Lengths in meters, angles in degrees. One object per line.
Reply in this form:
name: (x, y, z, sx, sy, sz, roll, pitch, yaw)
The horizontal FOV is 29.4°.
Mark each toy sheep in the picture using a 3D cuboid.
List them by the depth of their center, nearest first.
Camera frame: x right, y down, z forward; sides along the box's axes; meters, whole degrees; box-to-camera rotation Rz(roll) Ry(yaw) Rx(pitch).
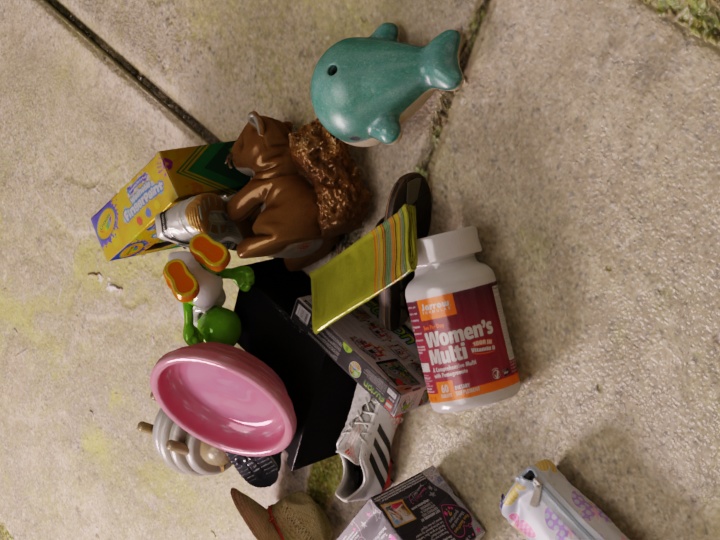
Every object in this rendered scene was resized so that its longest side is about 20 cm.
toy sheep: (-0.241, 0.230, 1.983, 0.200, 0.137, 0.139, 27, 118, 52)

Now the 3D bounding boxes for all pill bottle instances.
pill bottle: (0.113, 0.056, 1.598, 0.109, 0.109, 0.202, -13, 90, 46)

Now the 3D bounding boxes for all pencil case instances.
pencil case: (0.250, 0.301, 1.535, 0.200, 0.083, 0.091, 43, 149, 29)

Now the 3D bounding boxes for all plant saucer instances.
plant saucer: (-0.170, 0.159, 1.761, 0.199, 0.051, 0.201, 15, 141, 12)

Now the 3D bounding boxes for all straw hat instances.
straw hat: (-0.086, 0.354, 1.881, 0.085, 0.201, 0.202, -37, 67, 0)

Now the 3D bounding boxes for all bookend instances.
bookend: (-0.096, 0.122, 1.837, 0.198, 0.092, 0.201, 38, 125, 35)

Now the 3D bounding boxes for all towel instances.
towel: (0.000, 0.000, 1.623, 0.200, 0.018, 0.087, -34, 46, 44)

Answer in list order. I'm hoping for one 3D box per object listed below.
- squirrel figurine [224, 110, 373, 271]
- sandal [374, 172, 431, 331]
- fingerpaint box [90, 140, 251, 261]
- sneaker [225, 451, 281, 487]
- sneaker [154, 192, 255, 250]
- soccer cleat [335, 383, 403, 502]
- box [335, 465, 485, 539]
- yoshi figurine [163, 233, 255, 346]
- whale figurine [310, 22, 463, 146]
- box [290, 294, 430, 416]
squirrel figurine: (-0.082, -0.122, 1.761, 0.199, 0.141, 0.188, -26, 70, 31)
sandal: (0.040, -0.024, 1.679, 0.054, 0.081, 0.202, 23, 123, 33)
fingerpaint box: (-0.248, -0.095, 1.887, 0.200, 0.166, 0.074, -35, 75, 43)
sneaker: (-0.168, 0.200, 1.895, 0.070, 0.082, 0.201, -17, 112, 15)
sneaker: (-0.196, -0.061, 1.819, 0.087, 0.200, 0.076, -13, 76, 25)
soccer cleat: (0.008, 0.204, 1.756, 0.068, 0.085, 0.202, 23, 115, 40)
box: (0.042, 0.363, 1.725, 0.115, 0.132, 0.200, 51, 130, 20)
yoshi figurine: (-0.192, 0.042, 1.768, 0.200, 0.111, 0.113, 92, 179, -66)
whale figurine: (0.026, -0.228, 1.616, 0.199, 0.103, 0.161, -15, 64, 36)
box: (0.017, 0.094, 1.704, 0.200, 0.110, 0.035, 42, 126, 32)
